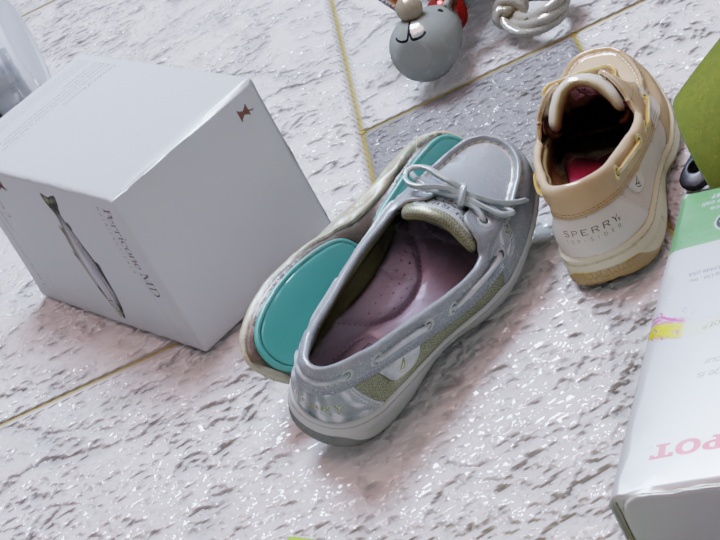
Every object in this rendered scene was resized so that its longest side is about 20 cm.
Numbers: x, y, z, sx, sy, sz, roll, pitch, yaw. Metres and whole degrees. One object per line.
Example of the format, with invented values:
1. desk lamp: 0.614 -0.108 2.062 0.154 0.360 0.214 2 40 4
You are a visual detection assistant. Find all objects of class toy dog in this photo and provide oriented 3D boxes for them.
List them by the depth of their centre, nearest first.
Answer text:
1. toy dog: 0.053 -0.216 1.306 0.132 0.096 0.200 -25 29 7

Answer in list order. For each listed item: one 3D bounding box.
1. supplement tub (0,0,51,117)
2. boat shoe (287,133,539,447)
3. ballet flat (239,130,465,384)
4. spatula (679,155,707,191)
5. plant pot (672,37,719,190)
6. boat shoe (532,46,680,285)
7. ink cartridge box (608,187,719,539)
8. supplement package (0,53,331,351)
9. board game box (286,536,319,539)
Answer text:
1. supplement tub: -0.340 -0.124 1.490 0.200 0.123 0.123 -26 29 4
2. boat shoe: 0.030 -0.001 1.013 0.074 0.065 0.202 29 60 21
3. ballet flat: 0.000 0.000 1.085 0.200 0.067 0.062 -44 4 -31
4. spatula: 0.227 -0.111 1.084 0.056 0.021 0.200 8 46 45
5. plant pot: 0.251 -0.094 0.904 0.200 0.187 0.187 -33 27 20
6. boat shoe: 0.129 -0.076 1.064 0.074 0.069 0.200 -19 31 16
7. ink cartridge box: 0.196 0.044 0.803 0.145 0.088 0.200 -12 32 28
8. supplement package: -0.134 -0.047 1.198 0.117 0.117 0.200 -43 31 -24
9. board game box: 0.026 0.168 0.795 0.200 0.048 0.102 1 41 41
